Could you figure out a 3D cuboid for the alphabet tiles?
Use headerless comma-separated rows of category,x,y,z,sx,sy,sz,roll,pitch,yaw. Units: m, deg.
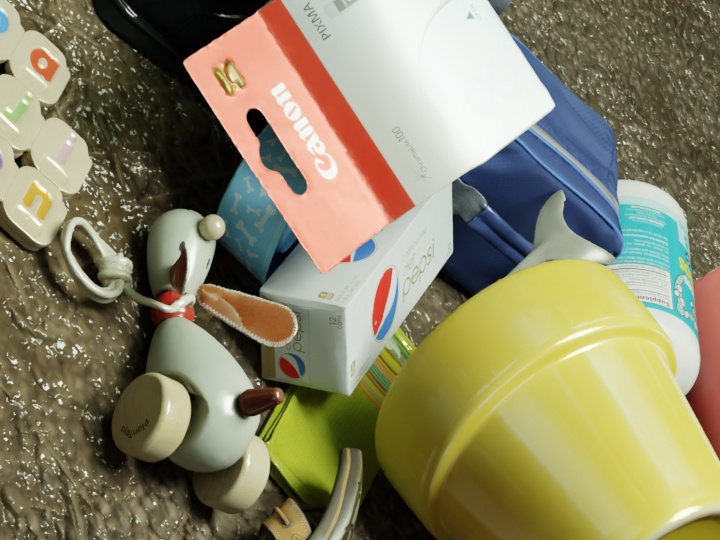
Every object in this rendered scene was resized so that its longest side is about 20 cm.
alphabet tiles,-0.245,-0.103,1.230,0.200,0.015,0.196,43,38,-21

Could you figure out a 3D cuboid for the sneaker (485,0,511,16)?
sneaker,0.029,-0.220,1.415,0.081,0.071,0.200,12,13,-36

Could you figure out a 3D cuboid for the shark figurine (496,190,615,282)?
shark figurine,0.094,0.055,1.464,0.127,0.217,0.089,-2,19,-22

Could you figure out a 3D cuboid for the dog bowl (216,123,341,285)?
dog bowl,-0.036,-0.071,1.391,0.049,0.112,0.200,30,37,8

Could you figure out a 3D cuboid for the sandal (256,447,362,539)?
sandal,-0.042,0.176,1.226,0.054,0.082,0.201,19,47,8

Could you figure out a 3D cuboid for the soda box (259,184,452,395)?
soda box,0.000,0.000,1.389,0.200,0.063,0.069,-53,147,-54

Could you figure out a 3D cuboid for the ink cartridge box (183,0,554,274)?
ink cartridge box,0.009,-0.117,1.308,0.200,0.047,0.161,-38,97,-34

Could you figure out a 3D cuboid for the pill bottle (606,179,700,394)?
pill bottle,0.204,0.035,1.612,0.110,0.110,0.201,34,40,-31

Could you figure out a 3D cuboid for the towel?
towel,-0.007,0.090,1.376,0.086,0.018,0.200,49,34,-11

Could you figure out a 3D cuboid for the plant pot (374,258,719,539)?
plant pot,0.138,0.128,1.318,0.200,0.201,0.189,12,31,-47

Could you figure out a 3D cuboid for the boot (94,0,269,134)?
boot,-0.056,-0.183,1.404,0.199,0.168,0.077,33,41,-32

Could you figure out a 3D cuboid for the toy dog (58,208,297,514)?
toy dog,-0.088,0.039,1.237,0.131,0.096,0.202,12,54,-55

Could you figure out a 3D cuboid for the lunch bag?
lunch bag,0.104,-0.061,1.539,0.200,0.135,0.133,37,38,-29

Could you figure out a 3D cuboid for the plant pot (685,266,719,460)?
plant pot,0.332,0.098,1.674,0.199,0.200,0.178,18,39,-44
